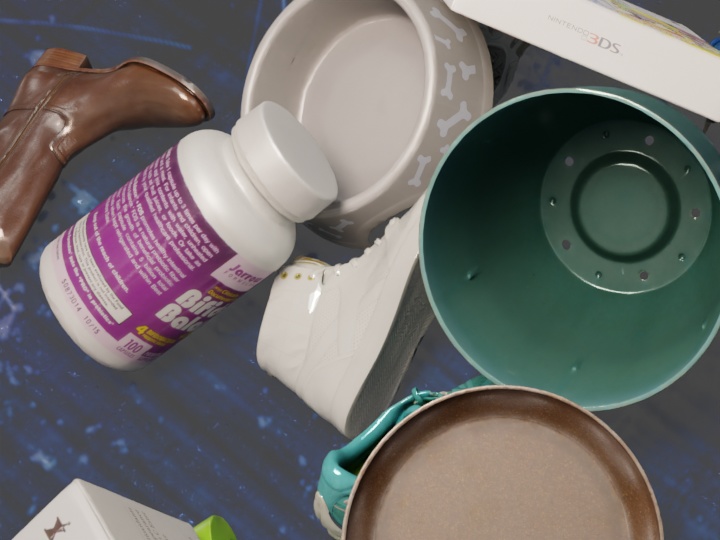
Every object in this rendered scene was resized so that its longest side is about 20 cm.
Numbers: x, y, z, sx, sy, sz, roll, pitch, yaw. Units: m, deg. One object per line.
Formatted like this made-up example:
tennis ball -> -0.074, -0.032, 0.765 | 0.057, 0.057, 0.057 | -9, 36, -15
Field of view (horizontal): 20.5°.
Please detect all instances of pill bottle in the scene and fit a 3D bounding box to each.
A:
pill bottle -> -0.116, -0.026, 1.373 | 0.199, 0.112, 0.113 | -36, 52, 19

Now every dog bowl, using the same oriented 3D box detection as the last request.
dog bowl -> -0.003, -0.119, 1.418 | 0.199, 0.058, 0.202 | -10, 73, 36

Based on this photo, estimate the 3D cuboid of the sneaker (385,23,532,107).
sneaker -> 0.081, -0.185, 1.496 | 0.200, 0.078, 0.099 | -41, 46, -19

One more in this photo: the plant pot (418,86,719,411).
plant pot -> 0.156, -0.026, 1.287 | 0.199, 0.161, 0.202 | 4, 102, 19

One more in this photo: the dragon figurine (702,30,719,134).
dragon figurine -> 0.272, -0.127, 1.406 | 0.099, 0.059, 0.200 | 22, 62, 28

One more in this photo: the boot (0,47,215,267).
boot -> -0.225, -0.072, 1.497 | 0.185, 0.064, 0.201 | 11, 57, 36

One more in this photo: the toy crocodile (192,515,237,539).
toy crocodile -> -0.067, 0.241, 1.259 | 0.068, 0.062, 0.200 | -44, 57, 11

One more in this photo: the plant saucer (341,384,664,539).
plant saucer -> 0.087, 0.172, 1.231 | 0.198, 0.032, 0.202 | 0, 86, 1

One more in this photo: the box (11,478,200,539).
box -> -0.158, 0.272, 1.182 | 0.200, 0.131, 0.199 | -44, 55, 9

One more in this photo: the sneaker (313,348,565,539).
sneaker -> 0.059, 0.109, 1.291 | 0.199, 0.080, 0.078 | -30, 55, -19

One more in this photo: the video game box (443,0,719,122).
video game box -> 0.147, -0.172, 1.357 | 0.199, 0.182, 0.047 | 21, 101, -9

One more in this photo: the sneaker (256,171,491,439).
sneaker -> 0.000, 0.000, 1.358 | 0.115, 0.074, 0.201 | 32, 94, 32
